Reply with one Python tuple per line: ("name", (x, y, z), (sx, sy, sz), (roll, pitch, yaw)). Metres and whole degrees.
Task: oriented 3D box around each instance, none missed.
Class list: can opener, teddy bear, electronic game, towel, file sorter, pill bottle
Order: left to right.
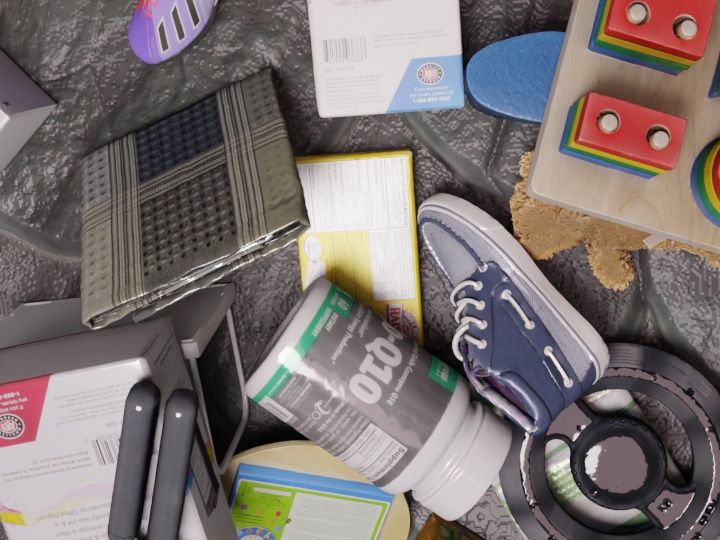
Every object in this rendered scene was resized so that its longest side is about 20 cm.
("file sorter", (-0.206, 0.099, 0.862), (0.199, 0.139, 0.125), (-5, 107, 7))
("can opener", (-0.147, 0.176, 0.688), (0.053, 0.067, 0.201), (11, 110, -3))
("towel", (-0.134, -0.056, 0.799), (0.192, 0.201, 0.035), (-24, 136, 10))
("pill bottle", (0.016, 0.106, 0.826), (0.200, 0.113, 0.113), (35, 105, -6))
("towel", (0.177, 0.153, 0.894), (0.149, 0.031, 0.201), (-32, 97, 10))
("electronic game", (0.214, 0.159, 0.854), (0.199, 0.042, 0.201), (1, 94, 8))
("teddy bear", (0.219, -0.053, 0.809), (0.199, 0.067, 0.145), (-12, 127, 19))

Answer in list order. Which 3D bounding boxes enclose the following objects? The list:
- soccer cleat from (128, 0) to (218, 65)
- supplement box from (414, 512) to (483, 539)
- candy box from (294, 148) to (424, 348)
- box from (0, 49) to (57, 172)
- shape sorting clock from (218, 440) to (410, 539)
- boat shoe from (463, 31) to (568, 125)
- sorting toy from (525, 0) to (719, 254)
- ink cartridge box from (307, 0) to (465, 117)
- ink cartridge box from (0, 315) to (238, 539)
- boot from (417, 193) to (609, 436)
("soccer cleat", (-0.130, -0.232, 0.776), (0.200, 0.073, 0.068), (-39, 74, 34))
("supplement box", (0.042, 0.323, 0.928), (0.068, 0.067, 0.201), (27, 106, -1))
("candy box", (0.000, 0.000, 0.870), (0.101, 0.026, 0.201), (-3, 104, 4))
("box", (-0.372, -0.104, 0.847), (0.124, 0.098, 0.200), (45, 105, -6))
("shape sorting clock", (-0.056, 0.224, 0.905), (0.199, 0.039, 0.201), (-3, 120, -5))
("boat shoe", (0.175, -0.137, 0.781), (0.199, 0.069, 0.085), (1, 86, -5))
("sorting toy", (0.240, -0.125, 0.716), (0.198, 0.070, 0.201), (16, 85, -4))
("ink cartridge box", (0.018, -0.224, 0.790), (0.115, 0.067, 0.201), (-3, 104, 6))
("ink cartridge box", (-0.188, 0.149, 0.761), (0.147, 0.086, 0.201), (-11, 110, 7))
("boot", (0.100, 0.031, 0.810), (0.200, 0.073, 0.090), (45, 63, 12))
